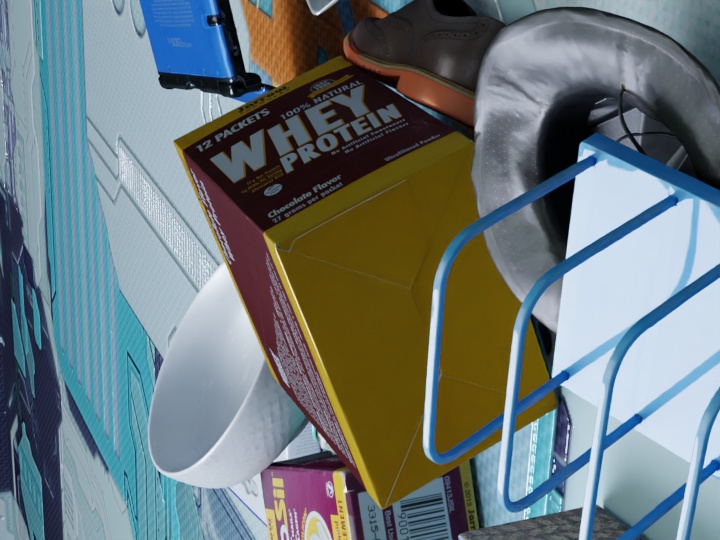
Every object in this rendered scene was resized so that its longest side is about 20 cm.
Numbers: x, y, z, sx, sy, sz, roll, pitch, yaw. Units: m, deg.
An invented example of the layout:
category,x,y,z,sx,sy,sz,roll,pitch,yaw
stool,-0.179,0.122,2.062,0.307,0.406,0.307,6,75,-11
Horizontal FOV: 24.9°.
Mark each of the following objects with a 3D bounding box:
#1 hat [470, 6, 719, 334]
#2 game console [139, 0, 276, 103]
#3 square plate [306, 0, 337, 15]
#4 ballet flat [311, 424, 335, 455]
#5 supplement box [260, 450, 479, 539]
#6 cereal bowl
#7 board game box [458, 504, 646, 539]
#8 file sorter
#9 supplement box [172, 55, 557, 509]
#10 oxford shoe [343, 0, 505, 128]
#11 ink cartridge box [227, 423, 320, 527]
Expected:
category,x,y,z,sx,sy,sz,roll,pitch,yaw
hat,0.144,-0.048,0.806,0.200,0.080,0.203,34,136,40
game console,-0.086,-0.184,1.264,0.200,0.117,0.173,19,124,66
square plate,0.016,-0.292,1.014,0.199,0.028,0.200,-33,66,33
ballet flat,0.003,0.037,1.218,0.072,0.071,0.203,175,98,-69
supplement box,0.006,0.200,1.215,0.200,0.102,0.133,164,97,-69
cereal bowl,-0.085,0.083,1.294,0.200,0.083,0.202,-43,32,34
board game box,0.133,0.260,0.918,0.159,0.096,0.203,-151,56,-64
file sorter,0.136,0.057,0.702,0.199,0.122,0.140,31,133,35
supplement box,0.000,0.000,1.039,0.200,0.132,0.199,42,157,59
oxford shoe,0.047,-0.148,1.069,0.073,0.071,0.200,-65,27,8
ink cartridge box,-0.091,0.126,1.521,0.196,0.043,0.203,-150,55,-60
